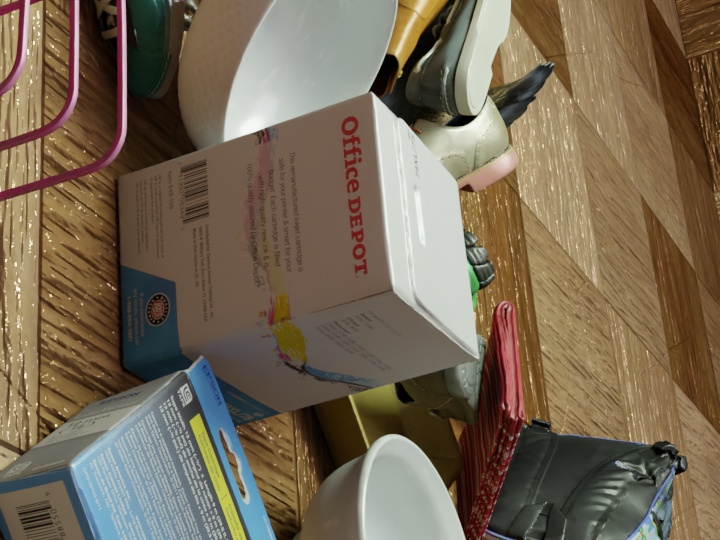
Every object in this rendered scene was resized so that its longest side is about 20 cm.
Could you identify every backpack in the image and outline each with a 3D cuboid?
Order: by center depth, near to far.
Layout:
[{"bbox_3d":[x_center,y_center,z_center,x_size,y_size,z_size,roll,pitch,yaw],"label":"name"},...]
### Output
[{"bbox_3d":[0.197,0.254,1.590,0.200,0.182,0.148,-42,135,-57],"label":"backpack"}]

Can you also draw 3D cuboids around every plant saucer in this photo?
[{"bbox_3d":[0.012,0.112,1.407,0.201,0.048,0.200,70,20,-8],"label":"plant saucer"}]

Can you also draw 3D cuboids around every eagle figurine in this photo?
[{"bbox_3d":[0.077,-0.137,1.514,0.152,0.150,0.201,85,24,-61],"label":"eagle figurine"}]

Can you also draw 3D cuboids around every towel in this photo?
[{"bbox_3d":[0.109,0.142,1.474,0.145,0.022,0.201,-88,-171,-49],"label":"towel"}]

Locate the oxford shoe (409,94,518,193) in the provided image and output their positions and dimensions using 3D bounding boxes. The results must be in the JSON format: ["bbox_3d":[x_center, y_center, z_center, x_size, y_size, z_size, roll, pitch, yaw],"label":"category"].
[{"bbox_3d":[0.041,-0.084,1.394,0.200,0.071,0.074,-30,111,-31],"label":"oxford shoe"}]

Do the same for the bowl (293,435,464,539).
[{"bbox_3d":[0.007,0.228,1.230,0.201,0.090,0.202,50,32,-47],"label":"bowl"}]

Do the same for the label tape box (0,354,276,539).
[{"bbox_3d":[-0.129,0.150,1.004,0.200,0.066,0.144,-43,116,-68],"label":"label tape box"}]

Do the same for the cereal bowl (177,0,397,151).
[{"bbox_3d":[-0.063,-0.165,1.210,0.083,0.201,0.200,34,8,22],"label":"cereal bowl"}]

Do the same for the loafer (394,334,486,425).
[{"bbox_3d":[0.065,0.082,1.399,0.200,0.069,0.076,64,32,-72],"label":"loafer"}]

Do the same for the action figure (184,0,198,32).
[{"bbox_3d":[-0.100,-0.234,1.290,0.200,0.118,0.102,56,19,-51],"label":"action figure"}]

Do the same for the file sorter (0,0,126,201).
[{"bbox_3d":[-0.226,-0.136,0.884,0.200,0.125,0.140,39,40,-56],"label":"file sorter"}]

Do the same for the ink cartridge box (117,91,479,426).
[{"bbox_3d":[-0.042,-0.002,1.142,0.146,0.199,0.147,40,40,-56],"label":"ink cartridge box"}]

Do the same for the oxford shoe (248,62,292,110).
[{"bbox_3d":[-0.075,-0.102,1.318,0.200,0.071,0.073,56,32,-39],"label":"oxford shoe"}]

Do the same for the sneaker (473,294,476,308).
[{"bbox_3d":[0.075,0.020,1.582,0.078,0.085,0.201,58,25,-34],"label":"sneaker"}]

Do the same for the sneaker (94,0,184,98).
[{"bbox_3d":[-0.173,-0.220,1.174,0.080,0.071,0.201,-5,93,-30],"label":"sneaker"}]

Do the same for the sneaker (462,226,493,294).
[{"bbox_3d":[0.000,0.000,1.265,0.085,0.199,0.078,-43,121,-32],"label":"sneaker"}]

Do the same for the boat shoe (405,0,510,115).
[{"bbox_3d":[0.086,-0.208,1.426,0.073,0.061,0.201,71,27,-43],"label":"boat shoe"}]

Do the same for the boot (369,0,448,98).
[{"bbox_3d":[0.048,-0.224,1.384,0.071,0.201,0.144,30,46,-12],"label":"boot"}]
